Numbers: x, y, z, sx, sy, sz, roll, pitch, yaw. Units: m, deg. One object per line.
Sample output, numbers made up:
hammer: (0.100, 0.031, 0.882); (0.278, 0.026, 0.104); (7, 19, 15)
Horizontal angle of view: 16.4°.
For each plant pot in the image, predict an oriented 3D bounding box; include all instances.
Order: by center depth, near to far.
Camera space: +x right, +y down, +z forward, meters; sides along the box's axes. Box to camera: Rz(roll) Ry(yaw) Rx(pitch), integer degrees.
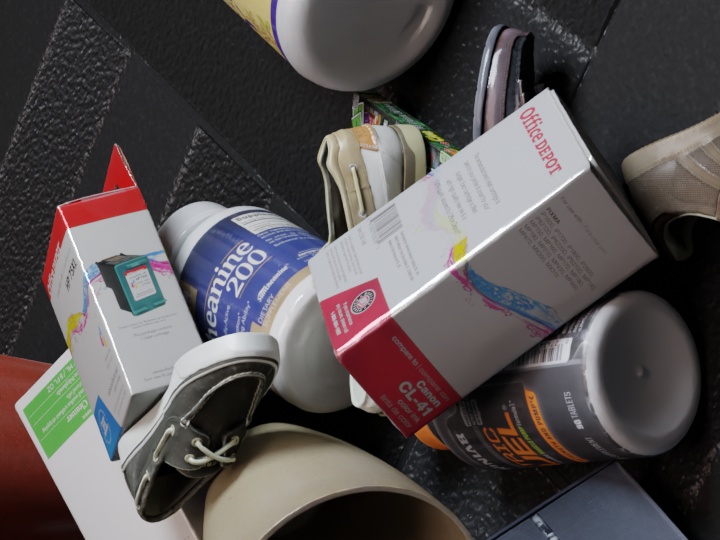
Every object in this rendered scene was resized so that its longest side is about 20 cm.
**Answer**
plant pot: (-0.036, 0.192, 1.752); (0.200, 0.187, 0.188); (48, 122, 61)
plant pot: (-0.313, 0.150, 2.060); (0.200, 0.195, 0.201); (-11, 76, 49)

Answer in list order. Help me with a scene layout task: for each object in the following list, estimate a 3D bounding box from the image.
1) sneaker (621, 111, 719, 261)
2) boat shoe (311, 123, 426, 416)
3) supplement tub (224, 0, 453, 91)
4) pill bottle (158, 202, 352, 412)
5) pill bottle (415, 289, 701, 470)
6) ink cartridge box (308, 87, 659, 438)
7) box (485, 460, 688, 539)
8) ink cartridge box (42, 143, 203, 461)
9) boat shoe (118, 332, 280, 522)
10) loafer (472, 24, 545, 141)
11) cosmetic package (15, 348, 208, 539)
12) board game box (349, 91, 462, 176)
sneaker: (0.247, -0.068, 1.529); (0.200, 0.070, 0.076); (-27, 82, 50)
boat shoe: (0.000, 0.000, 1.705); (0.075, 0.068, 0.201); (-164, 75, -69)
supplement tub: (-0.037, -0.236, 1.822); (0.200, 0.145, 0.146); (45, 119, 44)
pill bottle: (-0.069, 0.019, 1.838); (0.200, 0.111, 0.111); (29, 107, 48)
pill bottle: (0.115, 0.075, 1.621); (0.200, 0.106, 0.107); (-11, 76, 50)
ink cartridge box: (0.074, -0.007, 1.586); (0.200, 0.086, 0.148); (-35, 23, 9)
box: (0.149, 0.228, 1.530); (0.157, 0.051, 0.200); (-31, 48, -9)
ink cartridge box: (-0.178, 0.022, 1.829); (0.116, 0.067, 0.200); (114, 137, -58)
boat shoe: (-0.107, 0.111, 1.734); (0.200, 0.071, 0.064); (-50, 44, 48)
loafer: (0.111, -0.064, 1.691); (0.063, 0.072, 0.201); (5, 92, 21)
cosmetic package: (-0.164, 0.153, 1.902); (0.108, 0.085, 0.200); (-45, 65, 32)
board game box: (0.031, -0.053, 1.754); (0.200, 0.023, 0.105); (-140, 52, -64)
